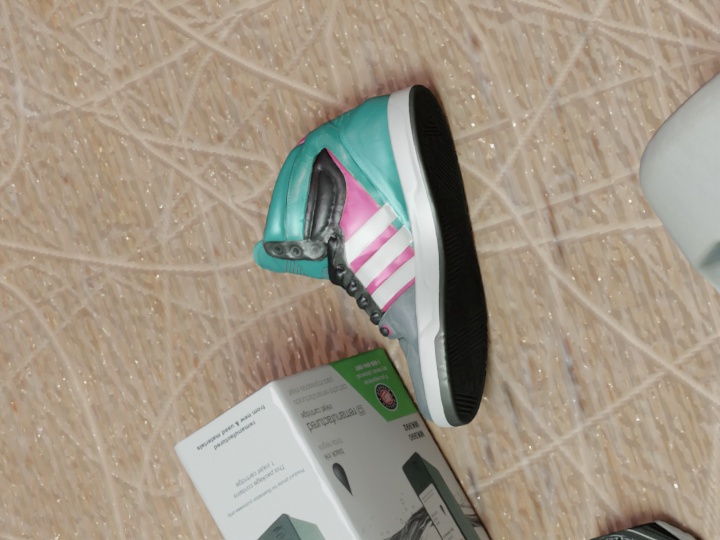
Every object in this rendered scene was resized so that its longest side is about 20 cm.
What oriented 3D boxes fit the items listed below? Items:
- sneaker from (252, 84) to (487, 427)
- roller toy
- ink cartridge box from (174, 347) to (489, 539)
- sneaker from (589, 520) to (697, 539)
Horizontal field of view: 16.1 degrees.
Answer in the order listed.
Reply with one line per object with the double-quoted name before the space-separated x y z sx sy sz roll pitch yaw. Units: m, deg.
"sneaker" 0.000 0.000 1.498 0.121 0.084 0.200 -12 83 24
"roller toy" 0.251 -0.049 1.304 0.182 0.200 0.140 -43 75 36
"ink cartridge box" 0.001 0.158 1.486 0.084 0.146 0.200 -34 81 26
"sneaker" 0.188 0.232 1.428 0.080 0.086 0.200 -39 78 25
